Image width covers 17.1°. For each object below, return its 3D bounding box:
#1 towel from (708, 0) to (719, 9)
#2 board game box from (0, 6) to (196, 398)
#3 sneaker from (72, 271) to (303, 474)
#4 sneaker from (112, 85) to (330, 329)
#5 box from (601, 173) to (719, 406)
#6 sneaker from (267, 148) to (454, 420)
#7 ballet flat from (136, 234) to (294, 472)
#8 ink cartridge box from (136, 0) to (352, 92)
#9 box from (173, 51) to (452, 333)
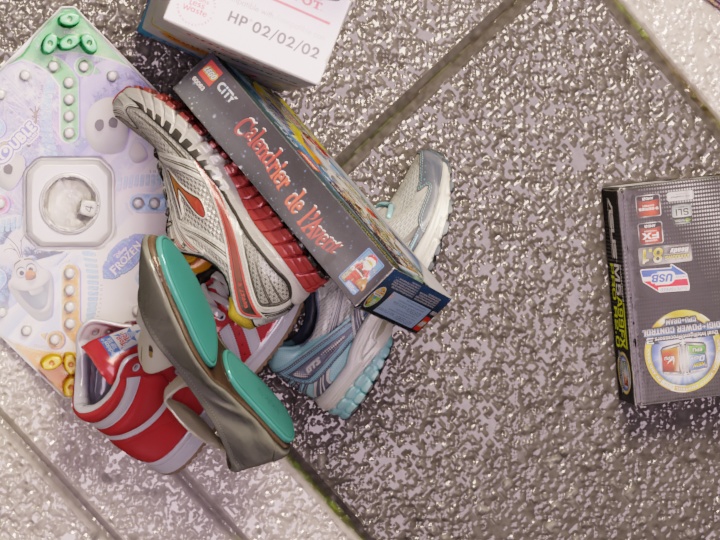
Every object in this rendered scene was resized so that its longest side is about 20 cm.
[{"bbox_3d":[0.251,-0.285,1.735,0.199,0.023,0.144,33,101,-11],"label":"towel"},{"bbox_3d":[-0.203,-0.047,1.671,0.200,0.026,0.200,-46,100,-6],"label":"board game box"},{"bbox_3d":[-0.120,0.036,1.649,0.112,0.071,0.201,33,90,-40],"label":"sneaker"},{"bbox_3d":[-0.109,-0.046,1.612,0.082,0.078,0.200,-42,69,7],"label":"sneaker"},{"bbox_3d":[0.283,0.008,1.762,0.198,0.044,0.162,-6,94,-11],"label":"box"},{"bbox_3d":[0.000,0.000,1.690,0.086,0.078,0.201,25,88,-8],"label":"sneaker"},{"bbox_3d":[-0.112,0.062,1.584,0.063,0.068,0.201,-23,126,14],"label":"ballet flat"},{"bbox_3d":[-0.077,-0.173,1.600,0.114,0.200,0.068,22,88,-11],"label":"ink cartridge box"},{"bbox_3d":[-0.031,-0.050,1.608,0.038,0.136,0.200,-43,71,8],"label":"box"}]
